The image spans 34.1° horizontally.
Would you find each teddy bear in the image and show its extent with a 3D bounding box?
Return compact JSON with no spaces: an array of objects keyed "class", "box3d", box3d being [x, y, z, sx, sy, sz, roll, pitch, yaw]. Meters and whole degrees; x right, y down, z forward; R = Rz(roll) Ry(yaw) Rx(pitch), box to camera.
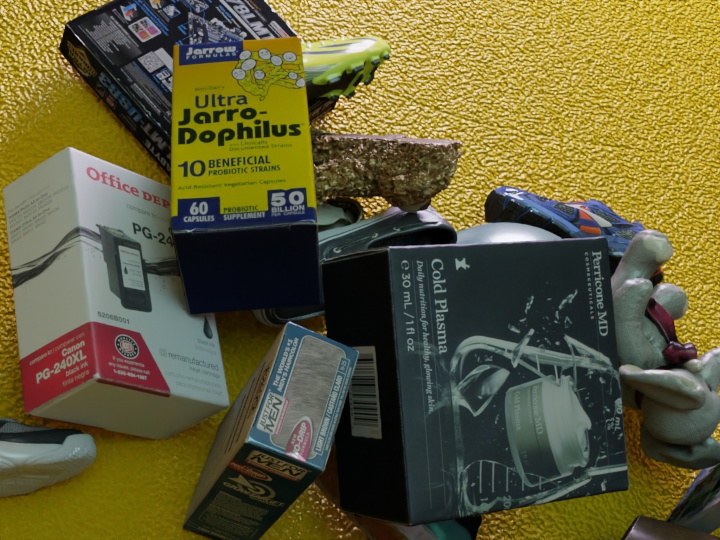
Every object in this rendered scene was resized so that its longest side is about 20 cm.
[{"class":"teddy bear","box3d":[-0.005,-0.092,1.074,0.199,0.067,0.145,5,13,11]}]

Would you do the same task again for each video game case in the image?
[{"class":"video game case","box3d":[0.350,0.160,1.036,0.022,0.200,0.182,42,55,8]}]

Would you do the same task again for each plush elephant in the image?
[{"class":"plush elephant","box3d":[0.279,0.090,1.070,0.155,0.165,0.200,33,74,32]}]

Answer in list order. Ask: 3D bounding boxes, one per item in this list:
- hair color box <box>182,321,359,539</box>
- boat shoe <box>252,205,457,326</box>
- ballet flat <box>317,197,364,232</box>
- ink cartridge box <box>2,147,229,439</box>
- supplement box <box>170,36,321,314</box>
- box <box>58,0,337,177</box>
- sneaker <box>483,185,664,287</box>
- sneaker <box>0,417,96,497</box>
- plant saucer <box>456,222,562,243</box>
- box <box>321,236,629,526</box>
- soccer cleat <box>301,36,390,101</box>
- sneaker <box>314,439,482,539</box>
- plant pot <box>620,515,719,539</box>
[{"class":"hair color box","box3d":[-0.071,0.131,0.882,0.060,0.200,0.100,23,56,-9]},{"class":"boat shoe","box3d":[0.000,0.000,1.043,0.199,0.070,0.066,-23,30,-23]},{"class":"ballet flat","box3d":[-0.087,-0.036,1.055,0.199,0.063,0.069,-12,67,-27]},{"class":"ink cartridge box","box3d":[-0.194,0.020,0.932,0.145,0.083,0.201,21,48,-51]},{"class":"supplement box","box3d":[-0.092,-0.079,0.945,0.108,0.110,0.201,-4,53,-3]},{"class":"box","box3d":[-0.149,-0.194,1.128,0.200,0.050,0.198,47,53,6]},{"class":"sneaker","box3d":[0.211,-0.039,1.182,0.199,0.075,0.079,23,47,-18]},{"class":"sneaker","box3d":[-0.301,0.108,0.878,0.199,0.076,0.114,-2,63,-22]},{"class":"plant saucer","box3d":[0.117,0.035,1.050,0.200,0.039,0.202,-7,60,13]},{"class":"box","box3d":[0.087,0.080,0.910,0.196,0.124,0.201,-4,87,-27]},{"class":"soccer cleat","box3d":[-0.056,-0.194,1.103,0.200,0.065,0.084,-27,74,-33]},{"class":"sneaker","box3d":[0.019,0.167,0.982,0.200,0.071,0.080,49,55,0]},{"class":"plant pot","box3d":[0.291,0.296,0.964,0.200,0.187,0.187,34,54,16]}]
